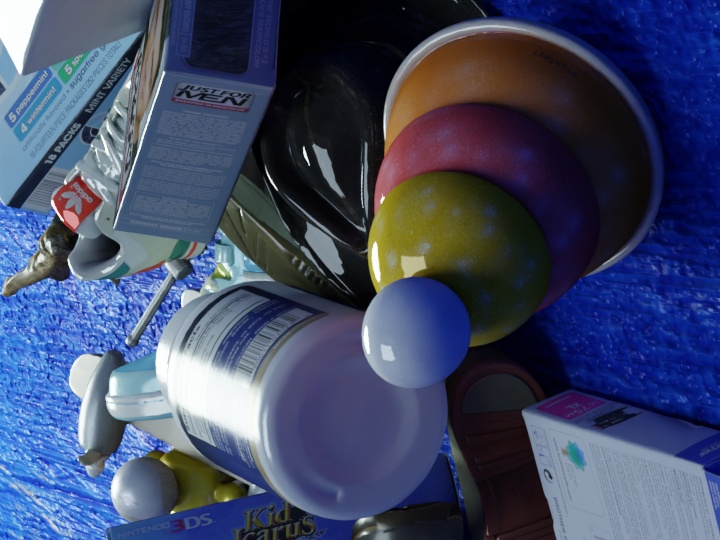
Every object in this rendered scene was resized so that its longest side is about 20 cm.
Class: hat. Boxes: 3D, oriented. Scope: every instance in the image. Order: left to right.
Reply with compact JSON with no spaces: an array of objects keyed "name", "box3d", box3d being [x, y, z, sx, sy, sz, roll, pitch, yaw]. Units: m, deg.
[{"name":"hat","box3d":[0.005,-0.059,1.385,0.200,0.081,0.202,9,107,29]}]

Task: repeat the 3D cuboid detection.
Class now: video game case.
[{"name":"video game case","box3d":[-0.045,0.170,1.566,0.181,0.199,0.046,94,163,-71]}]

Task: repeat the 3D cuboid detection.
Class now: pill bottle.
[{"name":"pill bottle","box3d":[-0.042,0.065,1.476,0.200,0.111,0.112,18,127,64]}]

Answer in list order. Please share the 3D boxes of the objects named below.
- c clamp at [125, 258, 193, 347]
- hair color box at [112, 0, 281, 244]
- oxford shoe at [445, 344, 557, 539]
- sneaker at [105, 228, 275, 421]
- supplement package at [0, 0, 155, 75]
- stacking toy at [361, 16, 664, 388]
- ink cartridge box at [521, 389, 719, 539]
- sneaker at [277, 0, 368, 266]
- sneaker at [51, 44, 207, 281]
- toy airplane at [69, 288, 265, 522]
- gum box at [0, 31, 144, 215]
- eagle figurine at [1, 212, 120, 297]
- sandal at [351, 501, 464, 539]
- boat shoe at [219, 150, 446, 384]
[{"name":"c clamp","box3d":[-0.158,-0.080,1.734,0.171,0.027,0.200,-47,67,27]},{"name":"hair color box","box3d":[-0.087,-0.101,1.427,0.200,0.060,0.100,120,156,-64]},{"name":"oxford shoe","box3d":[0.091,0.131,1.491,0.074,0.070,0.201,-117,15,-69]},{"name":"sneaker","box3d":[-0.083,0.016,1.643,0.199,0.079,0.131,-16,91,25]},{"name":"supplement package","box3d":[-0.137,-0.251,1.451,0.201,0.191,0.147,60,154,14]},{"name":"stacking toy","box3d":[0.047,-0.014,1.238,0.145,0.200,0.147,14,128,19]},{"name":"ink cartridge box","box3d":[0.162,0.135,1.361,0.200,0.042,0.120,16,125,62]},{"name":"sneaker","box3d":[-0.007,-0.077,1.488,0.072,0.072,0.201,135,114,-74]},{"name":"sneaker","box3d":[-0.137,-0.060,1.605,0.070,0.093,0.200,53,153,25]},{"name":"toy airplane","box3d":[-0.106,0.114,1.757,0.200,0.141,0.200,57,143,5]},{"name":"gum box","box3d":[-0.215,-0.167,1.738,0.170,0.044,0.200,-50,57,19]},{"name":"eagle figurine","box3d":[-0.208,-0.096,1.844,0.151,0.151,0.201,-6,72,25]},{"name":"sandal","box3d":[0.033,0.181,1.493,0.200,0.081,0.055,94,164,-67]},{"name":"boat shoe","box3d":[0.000,0.000,1.540,0.201,0.066,0.072,41,163,10]}]
